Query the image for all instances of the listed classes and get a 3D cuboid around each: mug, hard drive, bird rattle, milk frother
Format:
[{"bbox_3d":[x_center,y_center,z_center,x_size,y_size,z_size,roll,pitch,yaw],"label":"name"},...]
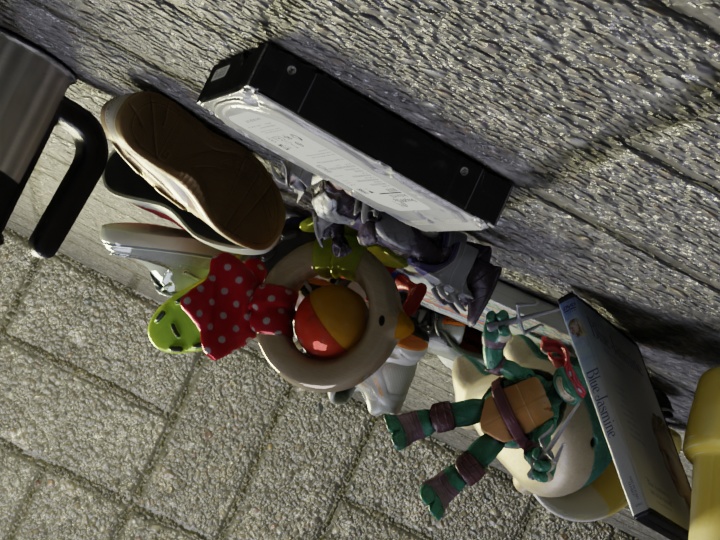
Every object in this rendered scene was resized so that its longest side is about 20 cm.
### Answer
[{"bbox_3d":[0.233,0.190,1.752,0.186,0.150,0.153,35,177,-18],"label":"mug"},{"bbox_3d":[-0.007,-0.086,1.114,0.199,0.038,0.140,28,172,-19],"label":"hard drive"},{"bbox_3d":[-0.043,0.027,1.364,0.164,0.199,0.113,56,178,23],"label":"bird rattle"},{"bbox_3d":[-0.352,-0.108,1.469,0.199,0.190,0.180,17,167,46],"label":"milk frother"}]

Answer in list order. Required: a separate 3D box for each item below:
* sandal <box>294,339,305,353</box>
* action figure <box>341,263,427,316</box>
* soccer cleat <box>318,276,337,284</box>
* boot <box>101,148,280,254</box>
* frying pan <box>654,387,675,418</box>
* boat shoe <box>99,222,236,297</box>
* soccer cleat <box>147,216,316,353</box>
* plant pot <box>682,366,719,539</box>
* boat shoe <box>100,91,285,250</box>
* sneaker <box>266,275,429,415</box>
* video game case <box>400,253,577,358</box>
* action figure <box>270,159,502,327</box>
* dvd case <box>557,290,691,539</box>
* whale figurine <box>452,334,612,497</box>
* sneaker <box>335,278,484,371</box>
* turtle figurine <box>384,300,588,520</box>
[{"bbox_3d":[-0.009,0.059,1.722,0.055,0.199,0.082,56,134,15],"label":"sandal"},{"bbox_3d":[0.000,0.000,1.523,0.065,0.052,0.200,38,178,-20],"label":"action figure"},{"bbox_3d":[-0.038,0.024,1.762,0.086,0.070,0.200,21,171,20],"label":"soccer cleat"},{"bbox_3d":[-0.141,-0.060,1.587,0.199,0.073,0.144,23,177,26],"label":"boot"},{"bbox_3d":[0.283,0.131,1.602,0.189,0.031,0.114,7,175,-35],"label":"frying pan"},{"bbox_3d":[-0.173,-0.001,1.623,0.199,0.072,0.070,11,-174,-31],"label":"boat shoe"},{"bbox_3d":[-0.121,0.017,1.588,0.065,0.199,0.084,55,-173,-7],"label":"soccer cleat"},{"bbox_3d":[0.332,0.195,1.226,0.199,0.191,0.201,19,166,5],"label":"plant pot"},{"bbox_3d":[-0.145,-0.091,1.396,0.200,0.074,0.069,43,165,-35],"label":"boat shoe"},{"bbox_3d":[-0.030,0.068,1.456,0.075,0.093,0.199,1,-160,-46],"label":"sneaker"},{"bbox_3d":[0.136,0.042,1.515,0.198,0.024,0.182,24,171,11],"label":"video game case"},{"bbox_3d":[0.015,-0.035,1.262,0.199,0.070,0.130,30,176,-10],"label":"action figure"},{"bbox_3d":[0.226,0.126,1.316,0.017,0.202,0.142,-29,147,21],"label":"dvd case"},{"bbox_3d":[0.167,0.133,1.526,0.103,0.161,0.199,-16,-163,-29],"label":"whale figurine"},{"bbox_3d":[0.066,0.049,1.646,0.198,0.075,0.079,20,163,-6],"label":"sneaker"},{"bbox_3d":[0.129,0.123,1.382,0.151,0.199,0.101,64,-169,26],"label":"turtle figurine"}]
